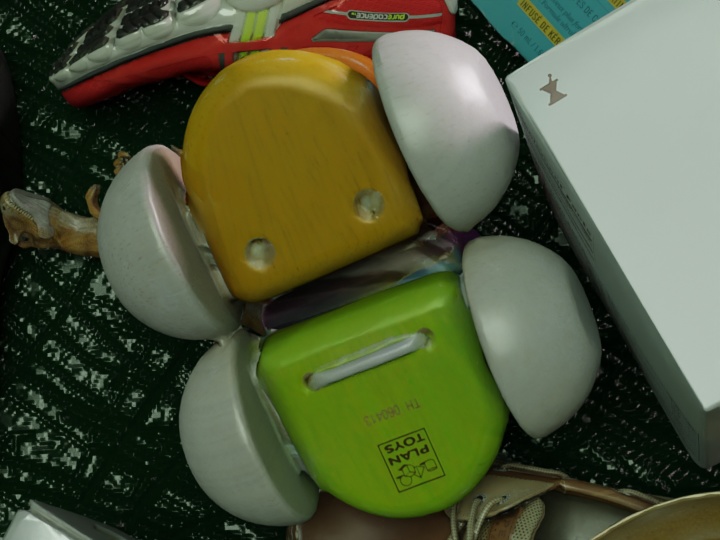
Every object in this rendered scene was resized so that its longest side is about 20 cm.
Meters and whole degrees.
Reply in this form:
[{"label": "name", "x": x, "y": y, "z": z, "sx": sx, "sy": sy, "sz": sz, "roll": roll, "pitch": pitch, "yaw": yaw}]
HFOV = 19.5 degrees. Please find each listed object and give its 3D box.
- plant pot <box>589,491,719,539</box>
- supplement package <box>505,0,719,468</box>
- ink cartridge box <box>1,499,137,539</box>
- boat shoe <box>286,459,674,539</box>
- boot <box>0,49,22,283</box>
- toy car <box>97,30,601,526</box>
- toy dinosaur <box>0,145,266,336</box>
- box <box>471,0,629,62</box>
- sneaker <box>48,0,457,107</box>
[{"label": "plant pot", "x": 0.149, "y": 0.187, "z": 0.812, "sx": 0.198, "sy": 0.027, "sz": 0.202, "roll": -2, "pitch": 82, "yaw": 16}, {"label": "supplement package", "x": 0.181, "y": -0.038, "z": 0.833, "sx": 0.190, "sy": 0.200, "sz": 0.148, "roll": -30, "pitch": 75, "yaw": 3}, {"label": "ink cartridge box", "x": -0.134, "y": 0.207, "z": 0.867, "sx": 0.084, "sy": 0.145, "sz": 0.201, "roll": 25, "pitch": 84, "yaw": 13}, {"label": "boat shoe", "x": 0.063, "y": 0.113, "z": 0.889, "sx": 0.198, "sy": 0.072, "sz": 0.077, "roll": 3, "pitch": 79, "yaw": 10}, {"label": "boot", "x": -0.242, "y": -0.012, "z": 0.967, "sx": 0.152, "sy": 0.073, "sz": 0.206, "roll": 2, "pitch": 78, "yaw": 13}, {"label": "toy car", "x": 0.000, "y": 0.000, "z": 0.877, "sx": 0.174, "sy": 0.150, "sz": 0.202, "roll": -22, "pitch": 97, "yaw": 13}, {"label": "toy dinosaur", "x": -0.066, "y": 0.000, "z": 0.952, "sx": 0.199, "sy": 0.060, "sz": 0.107, "roll": 30, "pitch": 116, "yaw": 10}, {"label": "box", "x": 0.141, "y": -0.163, "z": 0.896, "sx": 0.082, "sy": 0.049, "sz": 0.200, "roll": 48, "pitch": 119, "yaw": 16}, {"label": "sneaker", "x": -0.050, "y": -0.098, "z": 0.952, "sx": 0.198, "sy": 0.077, "sz": 0.086, "roll": -13, "pitch": 116, "yaw": 20}]
